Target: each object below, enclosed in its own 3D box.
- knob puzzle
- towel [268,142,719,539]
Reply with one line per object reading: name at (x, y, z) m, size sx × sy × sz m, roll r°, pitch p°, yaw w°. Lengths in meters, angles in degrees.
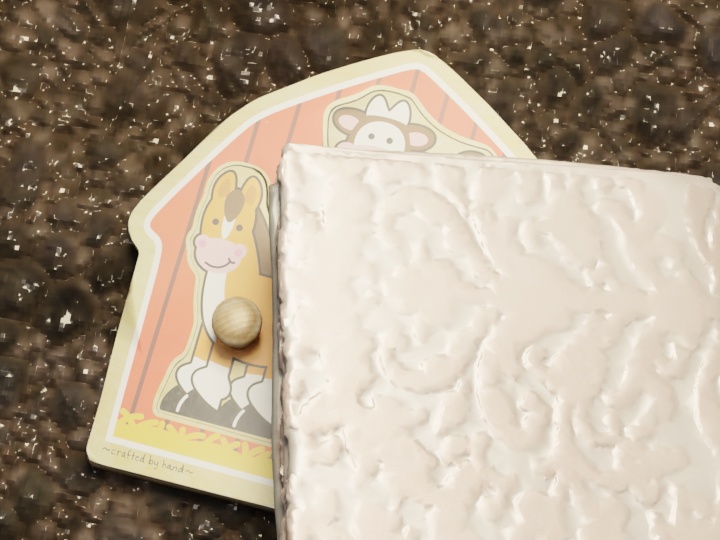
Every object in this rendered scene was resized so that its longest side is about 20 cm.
knob puzzle at (0.000, 0.000, 0.811) m, size 0.217 × 0.030 × 0.222 m, roll -1°, pitch 72°, yaw 2°
towel at (0.058, 0.054, 0.767) m, size 0.189 × 0.032 × 0.202 m, roll 4°, pitch 71°, yaw -14°
